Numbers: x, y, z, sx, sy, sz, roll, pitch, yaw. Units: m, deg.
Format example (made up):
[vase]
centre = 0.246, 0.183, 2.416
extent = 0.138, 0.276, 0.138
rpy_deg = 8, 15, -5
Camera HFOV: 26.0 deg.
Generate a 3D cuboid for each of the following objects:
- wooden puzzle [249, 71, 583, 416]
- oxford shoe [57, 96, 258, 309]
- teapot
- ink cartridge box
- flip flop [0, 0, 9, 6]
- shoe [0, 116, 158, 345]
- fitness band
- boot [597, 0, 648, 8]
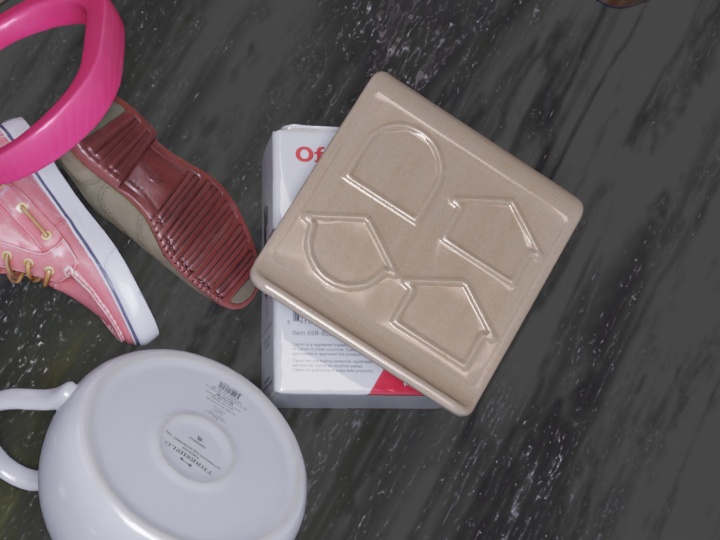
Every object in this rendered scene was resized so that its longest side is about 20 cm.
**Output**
[wooden puzzle]
centre = 0.041, -0.019, 1.125
extent = 0.185, 0.046, 0.200
rpy_deg = 33, 67, -4
[oxford shoe]
centre = -0.153, -0.049, 1.169
extent = 0.200, 0.075, 0.070
rpy_deg = 51, 59, -17
[teapot]
centre = -0.146, 0.161, 1.084
extent = 0.197, 0.146, 0.200
rpy_deg = -1, 54, -37
[ink cartridge box]
centre = 0.000, 0.000, 1.176
extent = 0.144, 0.084, 0.200
rpy_deg = 2, 78, -12
[flip flop]
centre = -0.328, -0.199, 1.169
extent = 0.200, 0.058, 0.081
rpy_deg = -39, 87, -17
[shoe]
centre = -0.235, -0.011, 1.141
extent = 0.091, 0.071, 0.200
rpy_deg = -33, 80, -15
[fitness band]
centre = -0.237, -0.136, 1.126
extent = 0.143, 0.037, 0.200
rpy_deg = -22, 38, 11
[boot]
centre = 0.288, -0.286, 1.294
extent = 0.200, 0.097, 0.075
rpy_deg = -31, 85, -16
